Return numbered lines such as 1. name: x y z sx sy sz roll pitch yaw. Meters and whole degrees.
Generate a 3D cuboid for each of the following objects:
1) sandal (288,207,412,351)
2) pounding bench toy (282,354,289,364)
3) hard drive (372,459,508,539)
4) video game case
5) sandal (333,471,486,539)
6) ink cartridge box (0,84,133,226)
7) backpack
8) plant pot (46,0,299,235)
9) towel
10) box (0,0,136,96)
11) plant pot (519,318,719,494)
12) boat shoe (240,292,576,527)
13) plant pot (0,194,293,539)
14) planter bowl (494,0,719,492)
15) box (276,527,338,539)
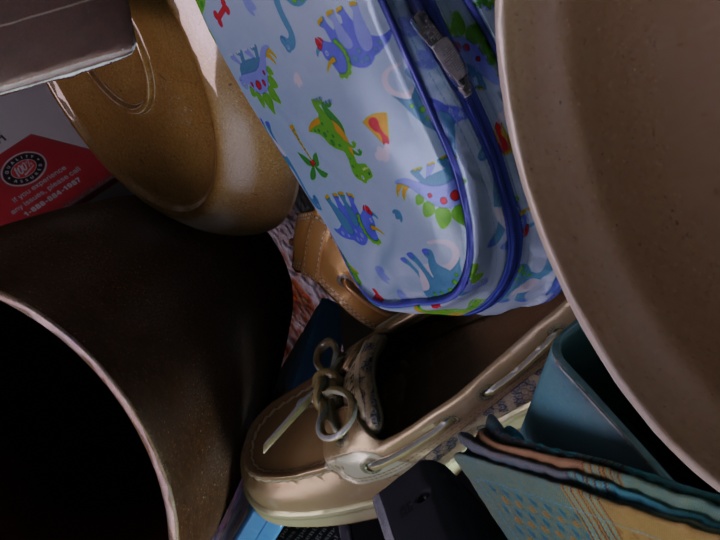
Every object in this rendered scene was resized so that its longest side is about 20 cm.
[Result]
1. sandal: 0.000 0.000 0.908 0.080 0.054 0.201 40 153 31
2. pounding bench toy: -0.083 0.108 1.207 0.201 0.124 0.156 54 156 0
3. hard drive: 0.072 0.162 0.716 0.140 0.033 0.200 48 -171 -26
4. video game case: -0.064 0.125 1.010 0.018 0.144 0.201 26 128 -6
5. sandal: 0.029 0.117 0.877 0.043 0.076 0.201 35 -158 -42
6. ink cartridge box: -0.174 -0.084 1.098 0.200 0.144 0.084 41 152 27
7. backpack: 0.025 -0.084 0.755 0.200 0.154 0.163 49 153 -21
8. plant pot: -0.095 -0.098 0.896 0.200 0.027 0.201 41 150 31
9. towel: 0.113 0.114 0.623 0.147 0.022 0.200 57 161 -19
10. box: -0.202 -0.165 0.809 0.166 0.163 0.202 24 128 54
11. plant pot: 0.136 0.073 0.736 0.141 0.141 0.200 49 158 12
12. boat shoe: 0.029 0.038 0.852 0.063 0.199 0.074 43 -151 -42
13. plant pot: -0.113 0.047 0.964 0.186 0.200 0.188 12 119 22
14. planter bowl: 0.143 -0.049 0.531 0.200 0.134 0.202 37 136 46
15. box: 0.064 0.162 0.990 0.200 0.107 0.149 19 152 55
